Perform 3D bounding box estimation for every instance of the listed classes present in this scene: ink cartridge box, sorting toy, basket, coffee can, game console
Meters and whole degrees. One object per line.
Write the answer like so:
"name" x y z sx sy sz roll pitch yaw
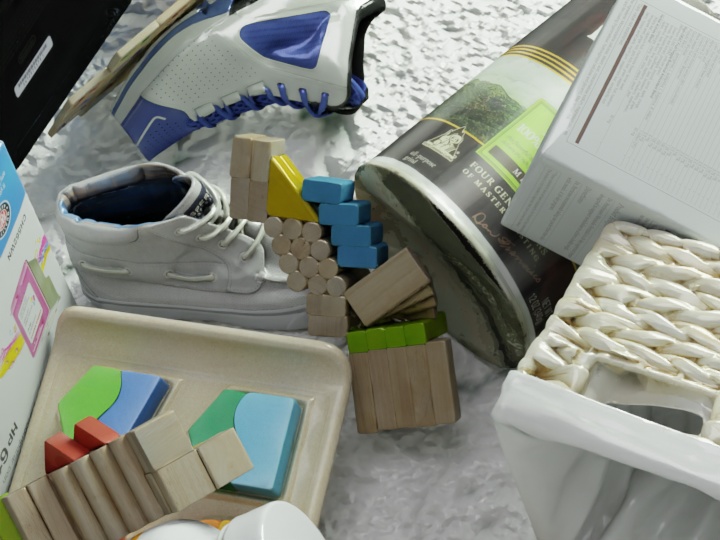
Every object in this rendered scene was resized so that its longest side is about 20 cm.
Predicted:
"ink cartridge box" -0.233 0.037 1.042 0.084 0.200 0.145 8 57 13
"sorting toy" -0.112 0.125 1.015 0.184 0.036 0.201 7 74 18
"basket" 0.161 0.083 0.913 0.135 0.200 0.124 18 65 24
"coffee can" 0.117 -0.061 1.067 0.200 0.147 0.146 -39 56 -15
"game console" -0.179 -0.172 1.185 0.116 0.200 0.177 3 50 -40

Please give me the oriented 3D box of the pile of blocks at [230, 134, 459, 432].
"pile of blocks" 0.000 0.000 1.057 0.082 0.062 0.201 -32 87 19

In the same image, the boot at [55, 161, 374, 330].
"boot" -0.085 -0.018 1.110 0.199 0.096 0.074 -4 54 10

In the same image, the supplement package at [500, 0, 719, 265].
"supplement package" 0.190 -0.039 0.934 0.199 0.110 0.114 28 73 3

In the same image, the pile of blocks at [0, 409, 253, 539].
"pile of blocks" -0.150 0.115 0.953 0.199 0.082 0.062 -27 91 14

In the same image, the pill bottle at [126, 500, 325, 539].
"pill bottle" -0.107 0.192 0.918 0.199 0.111 0.112 -28 50 19

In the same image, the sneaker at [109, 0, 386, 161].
"sneaker" -0.059 -0.129 1.186 0.199 0.081 0.115 -43 85 4

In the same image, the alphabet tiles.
"alphabet tiles" -0.123 -0.160 1.198 0.200 0.166 0.006 -43 95 -18
